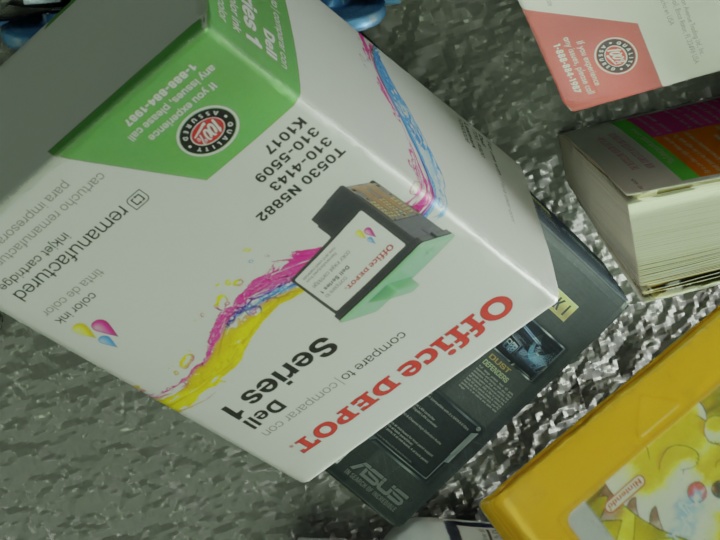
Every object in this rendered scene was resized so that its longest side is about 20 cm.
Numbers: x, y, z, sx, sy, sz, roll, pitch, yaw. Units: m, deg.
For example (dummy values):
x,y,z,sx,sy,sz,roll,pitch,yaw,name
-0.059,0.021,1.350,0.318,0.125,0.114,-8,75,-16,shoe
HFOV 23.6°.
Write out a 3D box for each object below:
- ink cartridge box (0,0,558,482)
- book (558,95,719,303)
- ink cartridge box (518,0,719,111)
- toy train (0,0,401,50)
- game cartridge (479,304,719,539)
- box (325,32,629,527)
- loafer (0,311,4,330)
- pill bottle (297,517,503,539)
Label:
x,y,z,sx,sy,sz,roll,pitch,yaw,name
-0.042,-0.021,0.662,0.145,0.084,0.200,-37,130,22,ink cartridge box
0.198,-0.054,0.755,0.199,0.134,0.048,-13,112,-2,book
0.151,-0.143,0.628,0.199,0.068,0.117,-14,139,17,ink cartridge box
-0.070,-0.136,0.694,0.199,0.114,0.087,-5,115,-6,toy train
0.181,0.133,0.798,0.176,0.032,0.200,-37,87,-15,game cartridge
0.000,0.000,0.792,0.200,0.051,0.158,40,102,-20,box
-0.214,-0.041,0.743,0.069,0.075,0.201,-16,109,11,loafer
0.065,0.178,0.840,0.199,0.111,0.111,6,111,-10,pill bottle
